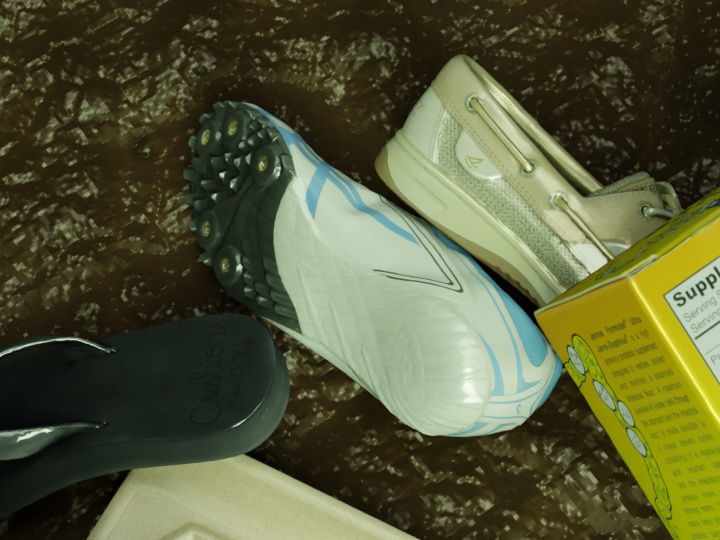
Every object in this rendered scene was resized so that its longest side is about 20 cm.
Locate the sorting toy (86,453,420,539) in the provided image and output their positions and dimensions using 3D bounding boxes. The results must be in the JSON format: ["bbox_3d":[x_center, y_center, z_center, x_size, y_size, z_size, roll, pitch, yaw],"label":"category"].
[{"bbox_3d":[-0.046,0.179,0.956,0.184,0.037,0.201,24,68,15],"label":"sorting toy"}]

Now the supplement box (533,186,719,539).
[{"bbox_3d":[0.171,0.065,0.929,0.108,0.109,0.201,-32,90,-17],"label":"supplement box"}]

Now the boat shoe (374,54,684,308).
[{"bbox_3d":[0.099,-0.009,1.019,0.200,0.072,0.065,38,102,14],"label":"boat shoe"}]

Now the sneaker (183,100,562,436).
[{"bbox_3d":[0.000,0.000,1.045,0.200,0.072,0.072,42,24,32],"label":"sneaker"}]

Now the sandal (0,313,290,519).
[{"bbox_3d":[-0.127,0.053,0.998,0.199,0.043,0.077,-17,51,11],"label":"sandal"}]
